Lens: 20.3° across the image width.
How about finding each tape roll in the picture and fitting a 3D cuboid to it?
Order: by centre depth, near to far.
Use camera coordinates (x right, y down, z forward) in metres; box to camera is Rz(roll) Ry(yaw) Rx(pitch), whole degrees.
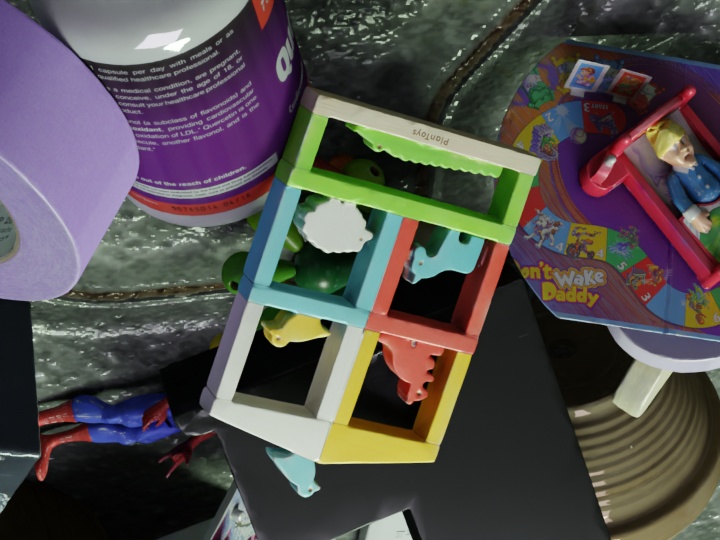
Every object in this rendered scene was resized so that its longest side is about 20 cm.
[{"bbox_3d":[-0.208,-0.068,0.955,0.200,0.066,0.200,21,155,10],"label":"tape roll"}]

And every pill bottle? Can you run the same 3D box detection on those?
[{"bbox_3d":[-0.090,-0.115,0.959,0.112,0.113,0.200,-12,147,3],"label":"pill bottle"}]

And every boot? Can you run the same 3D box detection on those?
[{"bbox_3d":[-0.292,0.221,1.421,0.200,0.072,0.155,5,137,-40],"label":"boot"}]

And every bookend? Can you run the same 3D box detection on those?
[{"bbox_3d":[0.020,0.117,1.113,0.199,0.092,0.200,-22,106,-5],"label":"bookend"}]

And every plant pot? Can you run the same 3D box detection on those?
[{"bbox_3d":[0.127,0.080,1.251,0.201,0.201,0.093,-9,131,-2],"label":"plant pot"}]

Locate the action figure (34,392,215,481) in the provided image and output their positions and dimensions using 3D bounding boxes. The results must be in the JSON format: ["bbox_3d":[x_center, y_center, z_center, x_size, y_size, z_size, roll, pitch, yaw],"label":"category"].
[{"bbox_3d":[-0.127,0.097,1.333,0.200,0.052,0.065,-17,144,5],"label":"action figure"}]

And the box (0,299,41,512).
[{"bbox_3d":[-0.322,0.102,1.224,0.196,0.118,0.200,9,141,-27],"label":"box"}]

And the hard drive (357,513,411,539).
[{"bbox_3d":[0.073,0.166,1.508,0.132,0.027,0.200,-3,147,-10],"label":"hard drive"}]

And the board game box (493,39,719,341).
[{"bbox_3d":[0.172,-0.046,1.070,0.200,0.158,0.039,9,164,-7],"label":"board game box"}]

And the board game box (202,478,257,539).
[{"bbox_3d":[-0.042,0.167,1.324,0.026,0.200,0.200,17,151,20],"label":"board game box"}]

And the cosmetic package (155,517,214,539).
[{"bbox_3d":[-0.168,0.273,1.439,0.200,0.123,0.199,-31,172,20],"label":"cosmetic package"}]

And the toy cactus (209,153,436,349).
[{"bbox_3d":[0.000,0.000,1.192,0.165,0.102,0.200,-6,138,-25],"label":"toy cactus"}]

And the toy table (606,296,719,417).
[{"bbox_3d":[0.212,-0.010,1.162,0.200,0.184,0.117,-39,161,-15],"label":"toy table"}]

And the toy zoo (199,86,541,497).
[{"bbox_3d":[0.001,0.019,1.012,0.131,0.020,0.200,13,101,-26],"label":"toy zoo"}]
